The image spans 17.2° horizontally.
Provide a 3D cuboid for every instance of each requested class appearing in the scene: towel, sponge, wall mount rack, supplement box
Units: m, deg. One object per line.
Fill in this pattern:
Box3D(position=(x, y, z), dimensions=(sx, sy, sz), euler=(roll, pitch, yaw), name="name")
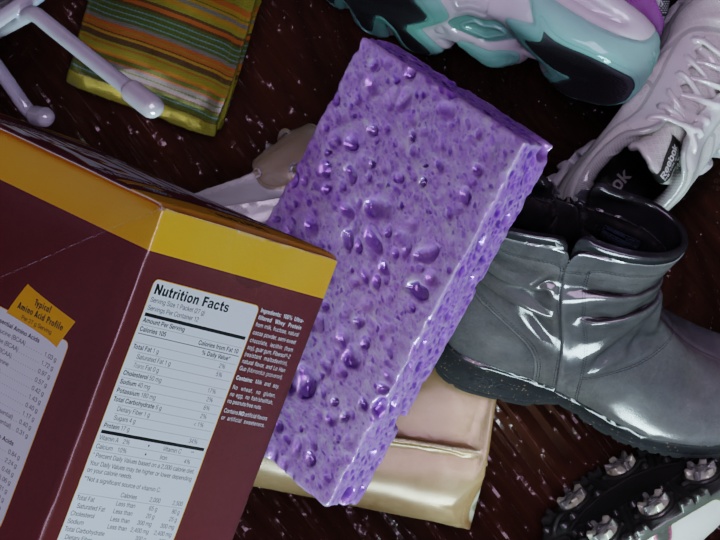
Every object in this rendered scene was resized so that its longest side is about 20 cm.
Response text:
Box3D(position=(-0.084, -0.167, 1.193), dimensions=(0.085, 0.018, 0.201), euler=(17, 117, -4), name="towel")
Box3D(position=(0.000, 0.000, 1.137), dimensions=(0.111, 0.030, 0.201), euler=(37, 106, 32), name="sponge")
Box3D(position=(-0.096, -0.127, 1.092), dimensions=(0.200, 0.174, 0.075), euler=(-39, 104, -20), name="wall mount rack")
Box3D(position=(-0.152, 0.043, 1.126), dimensions=(0.197, 0.132, 0.201), euler=(24, 94, 36), name="supplement box")

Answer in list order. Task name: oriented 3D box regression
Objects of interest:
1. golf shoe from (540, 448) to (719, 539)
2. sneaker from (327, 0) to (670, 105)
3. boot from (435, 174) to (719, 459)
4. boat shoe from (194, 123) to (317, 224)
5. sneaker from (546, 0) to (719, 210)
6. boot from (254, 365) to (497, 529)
Box3D(position=(0.124, 0.163, 1.236), dimensions=(0.199, 0.077, 0.088), euler=(-35, 112, 0), name="golf shoe")
Box3D(position=(0.075, -0.177, 1.229), dimensions=(0.199, 0.078, 0.141), euler=(22, 70, 8), name="sneaker")
Box3D(position=(0.138, 0.022, 1.171), dimensions=(0.199, 0.132, 0.070), euler=(9, 51, -10), name="boot")
Box3D(position=(-0.024, -0.037, 1.222), dimensions=(0.198, 0.075, 0.069), euler=(-7, 70, -1), name="boat shoe")
Box3D(position=(0.163, -0.078, 1.224), dimensions=(0.075, 0.081, 0.200), euler=(36, 87, -1), name="sneaker")
Box3D(position=(-0.037, 0.108, 1.220), dimensions=(0.198, 0.066, 0.177), euler=(9, 90, -5), name="boot")
